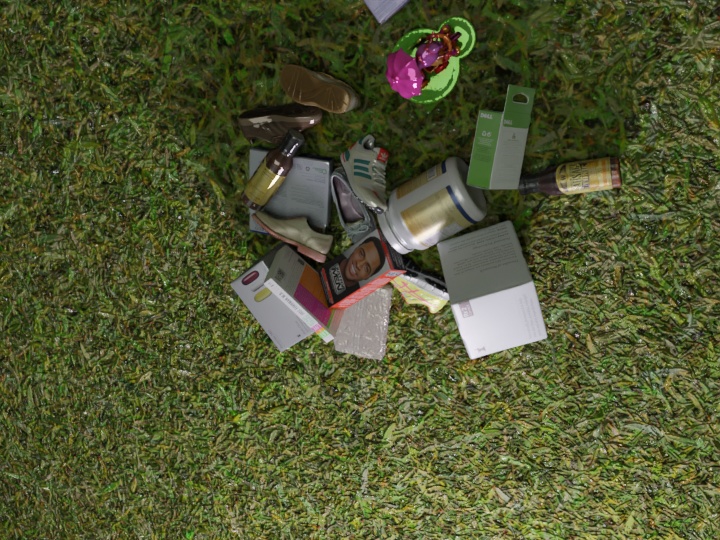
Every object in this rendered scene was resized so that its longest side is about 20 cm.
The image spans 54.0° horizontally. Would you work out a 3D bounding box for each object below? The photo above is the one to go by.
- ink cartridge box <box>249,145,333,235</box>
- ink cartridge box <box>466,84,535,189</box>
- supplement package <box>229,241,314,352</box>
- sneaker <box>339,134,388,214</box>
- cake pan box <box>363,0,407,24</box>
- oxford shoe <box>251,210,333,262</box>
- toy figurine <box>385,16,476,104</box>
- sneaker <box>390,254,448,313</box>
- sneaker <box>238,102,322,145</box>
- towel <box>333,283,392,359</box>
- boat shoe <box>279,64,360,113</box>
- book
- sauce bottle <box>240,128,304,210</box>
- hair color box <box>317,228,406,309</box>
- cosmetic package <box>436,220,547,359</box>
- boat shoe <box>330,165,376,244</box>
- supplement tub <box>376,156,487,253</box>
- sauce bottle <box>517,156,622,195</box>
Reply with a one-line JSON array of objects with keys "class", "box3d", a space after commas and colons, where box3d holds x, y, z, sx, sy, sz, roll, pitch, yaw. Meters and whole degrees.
[{"class": "ink cartridge box", "box3d": [-0.161, -0.172, 1.620, 0.198, 0.041, 0.202, 12, 115, 14]}, {"class": "ink cartridge box", "box3d": [0.277, -0.262, 1.391, 0.059, 0.103, 0.202, 21, 109, 42]}, {"class": "supplement package", "box3d": [-0.178, 0.056, 1.650, 0.111, 0.156, 0.201, -33, 98, 26]}, {"class": "sneaker", "box3d": [0.023, -0.209, 1.480, 0.093, 0.201, 0.070, -42, 136, 21]}, {"class": "cake pan box", "box3d": [0.061, -0.618, 1.368, 0.200, 0.052, 0.185, -36, 98, 27]}, {"class": "oxford shoe", "box3d": [-0.152, -0.094, 1.600, 0.199, 0.071, 0.074, 29, 94, 6]}, {"class": "toy figurine", "box3d": [0.125, -0.400, 1.357, 0.200, 0.184, 0.150, -36, 97, 26]}, {"class": "sneaker", "box3d": [0.108, 0.033, 1.594, 0.199, 0.078, 0.091, 30, 124, 7]}, {"class": "sneaker", "box3d": [-0.171, -0.320, 1.562, 0.198, 0.071, 0.076, 2, 130, 21]}, {"class": "towel", "box3d": [0.005, 0.112, 1.681, 0.131, 0.034, 0.202, 12, 112, 13]}, {"class": "boat shoe", "box3d": [-0.085, -0.381, 1.498, 0.199, 0.069, 0.074, 32, 115, 27]}, {"class": "book", "box3d": [-0.121, 0.051, 1.580, 0.048, 0.134, 0.200, -34, 112, 28]}, {"class": "sauce bottle", "box3d": [-0.190, -0.222, 1.552, 0.065, 0.065, 0.200, 40, 116, 0]}, {"class": "hair color box", "box3d": [0.000, 0.000, 1.561, 0.200, 0.061, 0.102, -34, 65, 35]}, {"class": "cosmetic package", "box3d": [0.265, 0.038, 1.434, 0.164, 0.201, 0.165, -18, 129, 10]}, {"class": "boat shoe", "box3d": [-0.019, -0.131, 1.575, 0.074, 0.065, 0.203, -10, 110, 22]}, {"class": "supplement tub", "box3d": [0.147, -0.132, 1.476, 0.199, 0.144, 0.145, -27, 100, 25]}, {"class": "sauce bottle", "box3d": [0.416, -0.182, 1.413, 0.199, 0.066, 0.066, -8, 108, 22]}]
